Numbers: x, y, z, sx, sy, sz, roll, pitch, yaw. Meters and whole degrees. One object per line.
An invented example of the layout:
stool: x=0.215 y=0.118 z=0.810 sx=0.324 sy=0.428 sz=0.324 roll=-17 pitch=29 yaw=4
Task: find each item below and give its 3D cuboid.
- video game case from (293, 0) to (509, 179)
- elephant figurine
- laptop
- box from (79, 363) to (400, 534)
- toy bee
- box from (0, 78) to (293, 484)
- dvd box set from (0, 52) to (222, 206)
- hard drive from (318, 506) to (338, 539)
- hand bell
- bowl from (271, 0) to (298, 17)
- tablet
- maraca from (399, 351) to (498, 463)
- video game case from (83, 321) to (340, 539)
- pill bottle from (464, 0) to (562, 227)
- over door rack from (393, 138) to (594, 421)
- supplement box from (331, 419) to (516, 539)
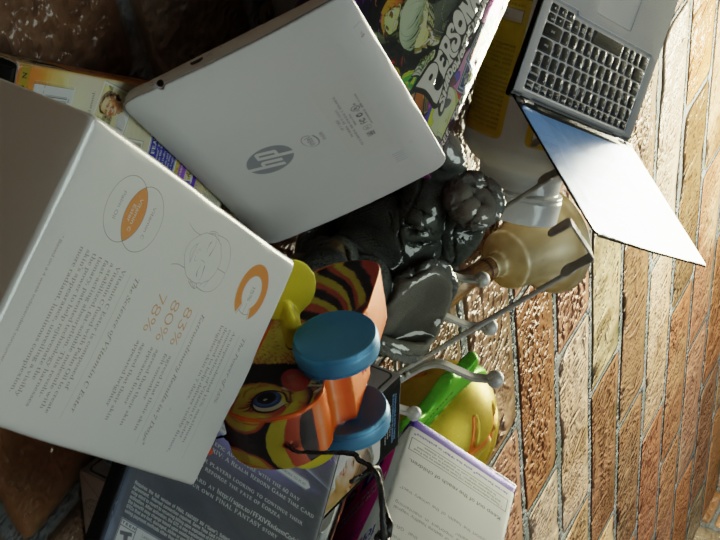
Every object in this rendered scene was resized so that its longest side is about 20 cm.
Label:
video game case: x=0.041 y=-0.180 z=0.778 sx=0.202 sy=0.035 sz=0.181 roll=-65 pitch=153 yaw=-9
elephant figurine: x=0.000 y=0.000 z=0.906 sx=0.155 sy=0.141 sz=0.201 roll=40 pitch=74 yaw=-23
laptop: x=0.210 y=-0.127 z=0.992 sx=0.186 sy=0.115 sz=0.203 roll=10 pitch=101 yaw=-51
box: x=-0.071 y=0.119 z=0.840 sx=0.199 sy=0.115 sz=0.061 roll=-36 pitch=136 yaw=-47
toy bee: x=-0.039 y=0.059 z=0.698 sx=0.200 sy=0.107 sz=0.133 roll=-75 pitch=159 yaw=-78
box: x=-0.130 y=0.008 z=0.593 sx=0.126 sy=0.096 sz=0.200 roll=-65 pitch=154 yaw=-7
dvd box set: x=-0.140 y=-0.031 z=0.693 sx=0.199 sy=0.029 sz=0.149 roll=-4 pitch=111 yaw=-63
hard drive: x=-0.036 y=0.200 z=0.972 sx=0.133 sy=0.026 sz=0.202 roll=-68 pitch=174 yaw=-48
hand bell: x=0.109 y=0.000 z=1.171 sx=0.199 sy=0.103 sz=0.106 roll=-23 pitch=128 yaw=-41
bowl: x=0.004 y=-0.213 z=0.805 sx=0.201 sy=0.074 sz=0.201 roll=-52 pitch=149 yaw=-35
tablet: x=-0.033 y=-0.076 z=0.729 sx=0.200 sy=0.129 sz=0.014 roll=48 pitch=20 yaw=-62
maraca: x=0.059 y=0.129 z=1.090 sx=0.138 sy=0.107 sz=0.200 roll=-50 pitch=165 yaw=-11
video game case: x=-0.068 y=0.096 z=0.739 sx=0.143 sy=0.019 sz=0.202 roll=40 pitch=51 yaw=-33
pill bottle: x=0.149 y=-0.145 z=1.094 sx=0.112 sy=0.111 sz=0.203 roll=-15 pitch=121 yaw=-59
over door rack: x=0.098 y=0.011 z=0.988 sx=0.200 sy=0.066 sz=0.149 roll=-43 pitch=-157 yaw=23
supplement box: x=0.032 y=0.223 z=0.932 sx=0.101 sy=0.103 sz=0.201 roll=-51 pitch=-169 yaw=36
